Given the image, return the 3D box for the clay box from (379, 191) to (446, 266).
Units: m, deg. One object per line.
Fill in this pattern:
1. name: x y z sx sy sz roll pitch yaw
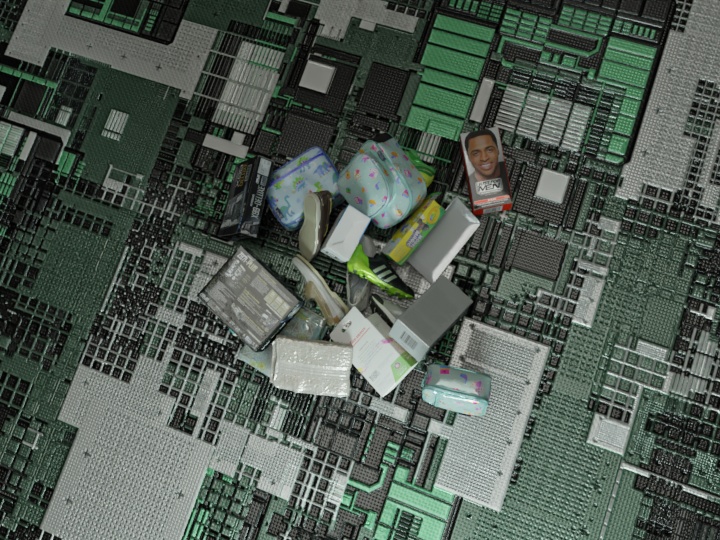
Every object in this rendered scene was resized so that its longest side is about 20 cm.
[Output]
1. clay box: 0.136 -0.104 1.691 0.048 0.115 0.200 41 87 -11

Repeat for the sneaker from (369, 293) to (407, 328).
1. sneaker: 0.104 0.120 1.688 0.199 0.074 0.079 37 66 12

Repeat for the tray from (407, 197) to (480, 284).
1. tray: 0.204 -0.075 1.708 0.107 0.022 0.201 41 86 -26

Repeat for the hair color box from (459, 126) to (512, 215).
1. hair color box: 0.314 -0.248 1.724 0.100 0.061 0.203 -10 78 6

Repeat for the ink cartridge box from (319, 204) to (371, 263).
1. ink cartridge box: -0.040 -0.086 1.685 0.066 0.200 0.117 29 85 -6

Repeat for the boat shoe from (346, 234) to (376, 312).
1. boat shoe: 0.000 0.000 1.714 0.070 0.069 0.203 1 75 10

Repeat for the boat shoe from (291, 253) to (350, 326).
1. boat shoe: -0.113 0.049 1.719 0.068 0.075 0.200 -41 80 -4

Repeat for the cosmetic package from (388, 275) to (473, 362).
1. cosmetic package: 0.167 0.111 1.622 0.101 0.072 0.200 41 51 13

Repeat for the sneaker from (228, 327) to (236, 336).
1. sneaker: -0.293 0.065 1.739 0.076 0.080 0.203 6 80 9

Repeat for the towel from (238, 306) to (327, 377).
1. towel: -0.191 0.172 1.712 0.170 0.048 0.202 29 96 15

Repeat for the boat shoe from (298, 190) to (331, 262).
1. boat shoe: -0.110 -0.109 1.713 0.059 0.202 0.072 -22 47 -35

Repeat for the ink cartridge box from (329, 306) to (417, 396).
1. ink cartridge box: 0.032 0.187 1.659 0.200 0.067 0.117 47 116 12

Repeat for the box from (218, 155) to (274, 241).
1. box: -0.291 -0.180 1.748 0.049 0.157 0.203 17 81 -30

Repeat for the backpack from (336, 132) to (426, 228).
1. backpack: 0.054 -0.207 1.675 0.200 0.153 0.176 47 131 -1

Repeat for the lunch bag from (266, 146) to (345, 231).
1. lunch bag: -0.148 -0.211 1.771 0.198 0.083 0.162 -29 75 0

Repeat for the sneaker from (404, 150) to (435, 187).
1. sneaker: 0.103 -0.271 1.761 0.199 0.075 0.084 32 52 19

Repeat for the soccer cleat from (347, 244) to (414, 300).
1. soccer cleat: 0.058 0.006 1.676 0.199 0.067 0.082 30 72 -22

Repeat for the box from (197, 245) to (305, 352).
1. box: -0.261 0.069 1.651 0.200 0.086 0.164 41 90 7

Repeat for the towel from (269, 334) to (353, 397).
1. towel: -0.118 0.229 1.649 0.197 0.035 0.135 6 104 2

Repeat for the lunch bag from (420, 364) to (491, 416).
1. lunch bag: 0.215 0.276 1.576 0.158 0.200 0.078 10 70 9
